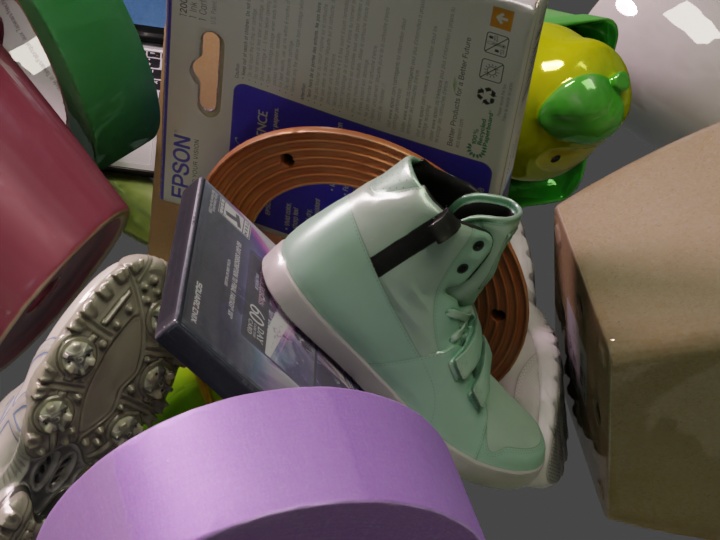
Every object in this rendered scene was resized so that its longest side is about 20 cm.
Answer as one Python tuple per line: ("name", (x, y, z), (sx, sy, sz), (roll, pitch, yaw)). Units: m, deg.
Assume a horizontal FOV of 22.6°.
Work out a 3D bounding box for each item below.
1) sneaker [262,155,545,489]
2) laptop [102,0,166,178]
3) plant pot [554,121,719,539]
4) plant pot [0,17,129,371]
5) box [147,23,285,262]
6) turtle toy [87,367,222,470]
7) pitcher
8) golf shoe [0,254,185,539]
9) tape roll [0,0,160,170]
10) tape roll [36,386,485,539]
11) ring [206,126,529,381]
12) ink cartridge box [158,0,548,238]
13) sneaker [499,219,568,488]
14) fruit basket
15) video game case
("sneaker", (0.058, 0.028, 0.935), (0.200, 0.118, 0.074), (42, 23, -25))
("laptop", (-0.147, -0.172, 1.184), (0.186, 0.116, 0.201), (7, 47, -8))
("plant pot", (0.209, 0.040, 1.029), (0.176, 0.201, 0.201), (-9, 40, -4))
("plant pot", (-0.236, -0.043, 1.006), (0.179, 0.200, 0.200), (40, 49, 1))
("box", (-0.026, -0.057, 1.063), (0.199, 0.165, 0.021), (7, 5, 14))
("turtle toy", (-0.084, 0.077, 0.969), (0.101, 0.146, 0.201), (20, 37, -41))
("pitcher", (0.260, -0.128, 1.265), (0.200, 0.121, 0.171), (44, 31, 11))
("golf shoe", (-0.160, 0.072, 0.916), (0.078, 0.201, 0.097), (24, 7, -40))
("tape roll", (-0.193, -0.153, 1.061), (0.048, 0.201, 0.201), (-32, 61, -18))
("tape roll", (-0.043, 0.142, 0.802), (0.199, 0.201, 0.066), (-6, 47, -19))
("ring", (0.000, 0.000, 1.005), (0.199, 0.201, 0.019), (22, 45, 6))
("ink cartridge box", (-0.010, -0.095, 0.973), (0.199, 0.199, 0.043), (18, 41, 10))
("sneaker", (0.075, 0.051, 1.083), (0.081, 0.075, 0.201), (-12, 47, 1))
("fruit basket", (0.087, -0.096, 1.130), (0.214, 0.156, 0.216), (9, 28, -5))
("video game case", (-0.022, 0.054, 0.919), (0.200, 0.019, 0.143), (43, 22, -22))
